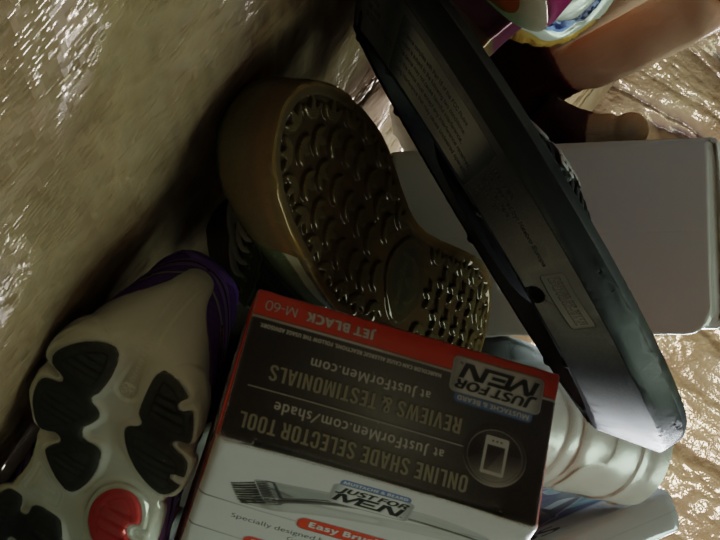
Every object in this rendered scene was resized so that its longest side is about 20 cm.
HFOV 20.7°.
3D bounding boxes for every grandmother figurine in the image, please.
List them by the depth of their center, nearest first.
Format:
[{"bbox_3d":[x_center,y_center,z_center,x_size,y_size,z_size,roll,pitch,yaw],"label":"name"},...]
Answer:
[{"bbox_3d":[0.093,-0.110,0.927,0.200,0.122,0.060,-30,158,35],"label":"grandmother figurine"}]

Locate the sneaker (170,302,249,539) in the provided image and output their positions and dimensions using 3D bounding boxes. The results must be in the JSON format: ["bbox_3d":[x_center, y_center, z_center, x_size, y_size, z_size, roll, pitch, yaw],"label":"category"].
[{"bbox_3d":[-0.096,0.083,0.839,0.200,0.074,0.089,-47,154,-13],"label":"sneaker"}]

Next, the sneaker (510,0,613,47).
[{"bbox_3d":[0.115,-0.181,0.813,0.200,0.075,0.088,-56,167,-29],"label":"sneaker"}]

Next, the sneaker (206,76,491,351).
[{"bbox_3d":[-0.025,-0.011,0.735,0.200,0.090,0.067,44,58,-57],"label":"sneaker"}]

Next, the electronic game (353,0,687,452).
[{"bbox_3d":[0.056,-0.025,0.686,0.042,0.200,0.200,-31,175,1],"label":"electronic game"}]

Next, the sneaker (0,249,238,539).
[{"bbox_3d":[-0.089,0.073,0.736,0.200,0.080,0.083,-57,179,40],"label":"sneaker"}]

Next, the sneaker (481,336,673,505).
[{"bbox_3d":[0.037,0.058,0.894,0.200,0.115,0.074,2,-101,60],"label":"sneaker"}]

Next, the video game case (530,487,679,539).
[{"bbox_3d":[0.029,0.134,0.930,0.182,0.023,0.200,-20,-175,-15],"label":"video game case"}]

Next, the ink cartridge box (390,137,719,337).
[{"bbox_3d":[0.103,-0.013,0.919,0.200,0.144,0.084,1,87,-76],"label":"ink cartridge box"}]

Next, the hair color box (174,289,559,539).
[{"bbox_3d":[-0.009,0.095,0.724,0.200,0.110,0.064,114,-9,-57],"label":"hair color box"}]

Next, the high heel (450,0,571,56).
[{"bbox_3d":[0.065,-0.127,0.644,0.096,0.067,0.200,-44,-179,-1],"label":"high heel"}]
